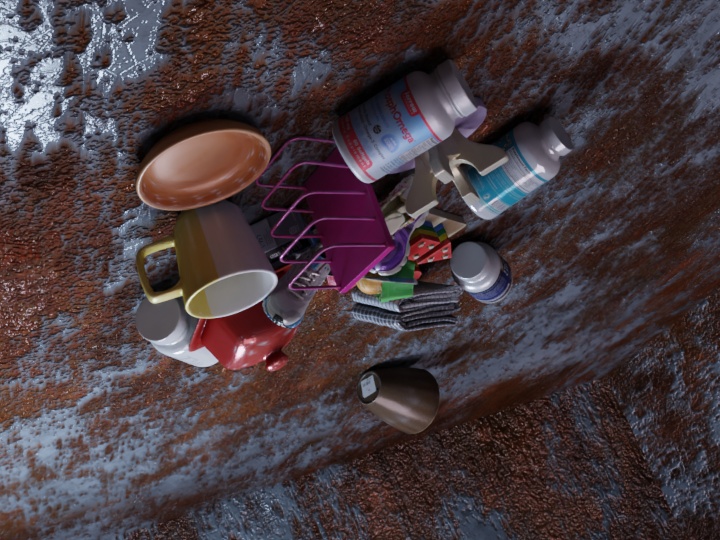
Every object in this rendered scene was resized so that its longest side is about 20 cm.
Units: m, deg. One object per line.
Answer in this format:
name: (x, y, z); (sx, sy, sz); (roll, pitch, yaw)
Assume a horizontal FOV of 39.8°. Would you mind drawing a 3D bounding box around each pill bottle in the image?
pill bottle: (-0.325, 0.105, 1.821); (0.114, 0.115, 0.200); (-26, 159, 9)
pill bottle: (0.066, -0.220, 1.452); (0.199, 0.110, 0.109); (-30, 158, 17)
pill bottle: (0.262, 0.000, 2.186); (0.110, 0.112, 0.200); (-28, 159, 13)
pill bottle: (0.272, -0.185, 1.749); (0.199, 0.112, 0.110); (-35, 156, 28)

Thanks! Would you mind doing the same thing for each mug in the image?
mug: (-0.235, -0.028, 1.539); (0.185, 0.154, 0.149); (0, 150, -45)

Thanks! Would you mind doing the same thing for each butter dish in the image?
butter dish: (-0.176, 0.106, 1.721); (0.199, 0.148, 0.200); (-25, 161, -31)

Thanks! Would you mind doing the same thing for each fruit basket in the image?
fruit basket: (0.000, 0.000, 1.819); (0.198, 0.095, 0.185); (10, -177, -3)

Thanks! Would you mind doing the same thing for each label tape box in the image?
label tape box: (-0.177, -0.024, 1.737); (0.198, 0.067, 0.143); (-26, 159, 3)

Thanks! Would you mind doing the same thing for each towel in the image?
towel: (0.102, 0.076, 2.149); (0.198, 0.087, 0.165); (-6, -171, -38)

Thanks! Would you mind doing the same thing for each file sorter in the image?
file sorter: (-0.064, -0.086, 1.517); (0.124, 0.202, 0.139); (0, 150, -40)

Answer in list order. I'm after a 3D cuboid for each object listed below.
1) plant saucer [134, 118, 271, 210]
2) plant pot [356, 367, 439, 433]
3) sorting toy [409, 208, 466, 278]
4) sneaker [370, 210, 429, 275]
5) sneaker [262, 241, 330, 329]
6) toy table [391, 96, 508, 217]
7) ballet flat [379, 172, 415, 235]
plant saucer: (-0.225, -0.154, 1.411); (0.198, 0.038, 0.200); (-20, 160, -8)
plant pot: (0.089, 0.348, 2.793); (0.186, 0.188, 0.199); (-36, 141, 31)
sorting toy: (0.096, -0.038, 1.978); (0.199, 0.070, 0.198); (-34, 157, 26)
sneaker: (0.058, -0.080, 1.744); (0.080, 0.201, 0.084); (17, 148, 15)
sneaker: (-0.094, 0.012, 1.620); (0.087, 0.075, 0.201); (-51, -173, 39)
toy table: (0.134, -0.179, 1.614); (0.199, 0.118, 0.183); (-35, 156, 27)
ballet flat: (0.064, -0.095, 1.671); (0.200, 0.076, 0.064); (-43, -153, -24)
